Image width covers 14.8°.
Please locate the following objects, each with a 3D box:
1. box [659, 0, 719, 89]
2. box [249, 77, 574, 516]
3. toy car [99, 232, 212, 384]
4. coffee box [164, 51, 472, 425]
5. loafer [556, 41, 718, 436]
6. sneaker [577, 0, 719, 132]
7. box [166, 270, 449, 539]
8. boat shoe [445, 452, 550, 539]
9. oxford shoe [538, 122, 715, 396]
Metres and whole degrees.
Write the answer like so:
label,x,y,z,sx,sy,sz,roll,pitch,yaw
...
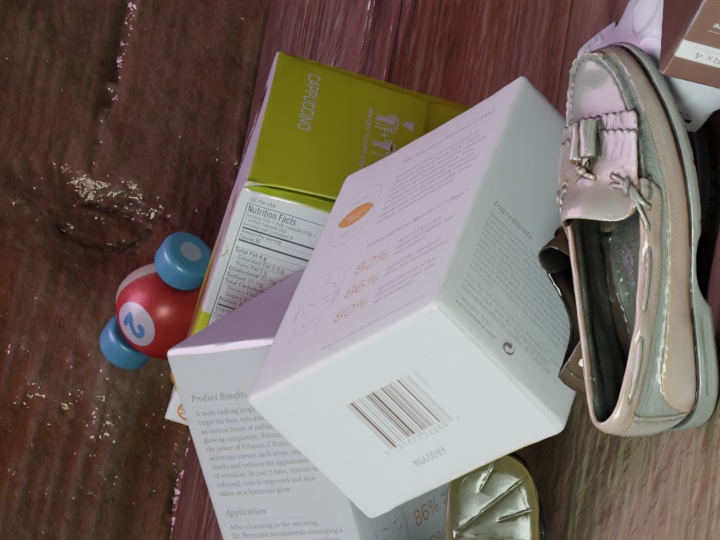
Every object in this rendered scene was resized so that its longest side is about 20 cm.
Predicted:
label,x,y,z,sx,sy,sz,roll,pitch,yaw
box,0.200,-0.175,1.297,0.075,0.100,0.200,117,163,-55
box,0.050,0.015,1.565,0.152,0.106,0.200,-28,26,39
toy car,-0.173,0.097,2.989,0.184,0.177,0.200,-53,36,41
coffee box,0.000,0.000,1.879,0.200,0.200,0.198,-80,8,-58
loafer,0.131,-0.015,1.392,0.072,0.063,0.201,-15,85,56
sneaker,0.167,-0.154,1.462,0.115,0.075,0.200,-44,33,41
box,-0.011,0.111,1.701,0.152,0.106,0.200,-31,-71,-52
boat shoe,0.082,0.202,1.604,0.066,0.072,0.201,-11,-77,-69
oxford shoe,0.142,-0.023,1.485,0.073,0.084,0.200,117,165,-61
